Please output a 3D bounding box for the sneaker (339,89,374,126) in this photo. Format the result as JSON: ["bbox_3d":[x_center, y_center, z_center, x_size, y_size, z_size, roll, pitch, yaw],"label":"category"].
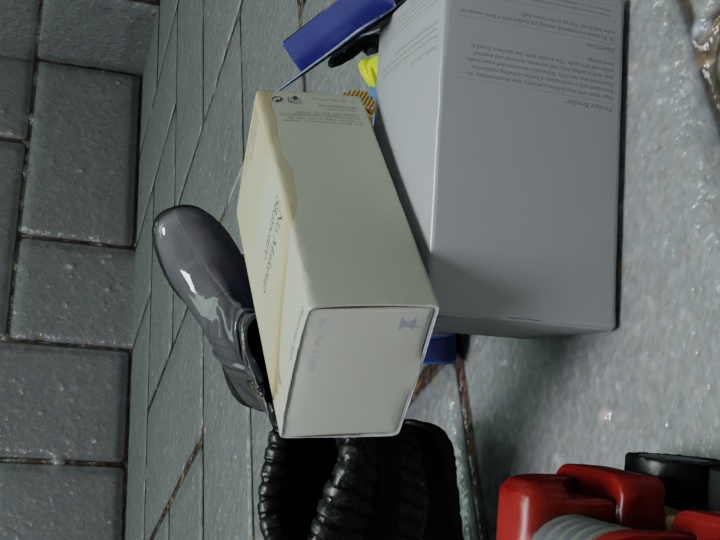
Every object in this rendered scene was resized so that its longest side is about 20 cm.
[{"bbox_3d":[-0.009,-0.069,1.021,0.090,0.075,0.201,-144,62,-86],"label":"sneaker"}]

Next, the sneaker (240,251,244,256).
[{"bbox_3d":[-0.043,0.057,0.954,0.203,0.077,0.146,56,159,0],"label":"sneaker"}]

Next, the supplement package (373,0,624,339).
[{"bbox_3d":[0.078,-0.063,0.651,0.120,0.121,0.201,162,113,-70],"label":"supplement package"}]

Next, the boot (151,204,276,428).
[{"bbox_3d":[-0.098,0.034,0.866,0.201,0.070,0.132,61,165,-11],"label":"boot"}]

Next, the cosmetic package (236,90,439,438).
[{"bbox_3d":[-0.022,-0.010,0.627,0.200,0.073,0.104,-107,24,-48],"label":"cosmetic package"}]

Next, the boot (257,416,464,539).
[{"bbox_3d":[0.010,0.183,0.653,0.079,0.158,0.212,-19,70,22],"label":"boot"}]

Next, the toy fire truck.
[{"bbox_3d":[0.090,0.139,0.420,0.176,0.199,0.129,169,107,-71],"label":"toy fire truck"}]

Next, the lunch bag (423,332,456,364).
[{"bbox_3d":[0.000,0.000,0.845,0.200,0.135,0.133,-136,55,-69],"label":"lunch bag"}]

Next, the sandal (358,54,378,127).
[{"bbox_3d":[0.055,-0.135,0.837,0.200,0.079,0.088,-160,66,-77],"label":"sandal"}]

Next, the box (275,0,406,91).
[{"bbox_3d":[0.024,-0.201,0.756,0.032,0.200,0.121,55,144,-10],"label":"box"}]

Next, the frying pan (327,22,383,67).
[{"bbox_3d":[0.030,-0.200,0.864,0.190,0.115,0.031,-94,-19,-65],"label":"frying pan"}]
